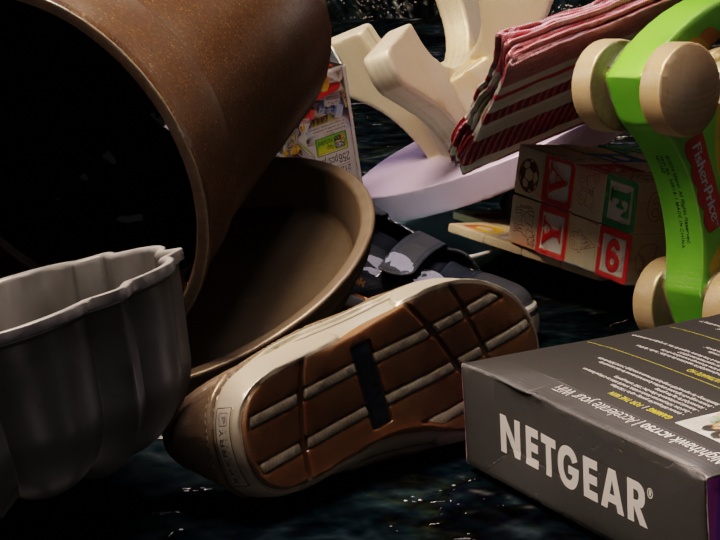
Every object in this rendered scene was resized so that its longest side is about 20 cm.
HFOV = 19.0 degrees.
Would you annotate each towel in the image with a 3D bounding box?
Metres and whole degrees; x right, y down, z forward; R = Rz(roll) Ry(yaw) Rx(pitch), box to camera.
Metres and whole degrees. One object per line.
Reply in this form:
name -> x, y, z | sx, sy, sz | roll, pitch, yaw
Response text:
towel -> 0.126, -0.115, 1.196 | 0.143, 0.023, 0.200 | -23, -11, -11

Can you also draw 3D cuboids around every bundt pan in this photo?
bundt pan -> -0.160, 0.055, 0.885 | 0.200, 0.076, 0.202 | -15, 8, 2

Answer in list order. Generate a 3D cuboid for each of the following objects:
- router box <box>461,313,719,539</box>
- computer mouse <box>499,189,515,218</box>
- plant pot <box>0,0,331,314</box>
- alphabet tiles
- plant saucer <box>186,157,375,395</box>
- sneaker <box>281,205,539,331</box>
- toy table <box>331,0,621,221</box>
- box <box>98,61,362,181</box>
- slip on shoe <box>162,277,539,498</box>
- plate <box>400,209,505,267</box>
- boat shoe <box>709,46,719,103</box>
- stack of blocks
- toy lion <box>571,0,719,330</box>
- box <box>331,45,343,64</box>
router box -> 0.150, 0.067, 0.874 | 0.148, 0.052, 0.200 | -9, 13, -22
computer mouse -> 0.115, -0.070, 1.423 | 0.139, 0.046, 0.200 | 12, 13, 19
plant pot -> -0.119, -0.089, 1.081 | 0.199, 0.202, 0.198 | 3, 30, 27
alphabet tiles -> 0.157, -0.016, 1.316 | 0.165, 0.006, 0.199 | -4, 15, -39
plant saucer -> -0.083, 0.009, 1.102 | 0.198, 0.030, 0.201 | -17, 31, 10
sneaker -> 0.000, 0.000, 1.181 | 0.198, 0.080, 0.078 | 2, 12, 17
toy table -> 0.065, -0.119, 1.359 | 0.199, 0.118, 0.184 | -22, 17, 18
box -> -0.089, -0.043, 1.245 | 0.199, 0.111, 0.035 | -23, 24, -31
slip on shoe -> 0.000, 0.053, 0.955 | 0.060, 0.077, 0.199 | -8, 11, 46
plate -> 0.008, -0.011, 1.363 | 0.198, 0.026, 0.200 | -2, 11, 0
boat shoe -> 0.234, -0.074, 1.396 | 0.073, 0.064, 0.201 | -17, -24, -9
stack of blocks -> 0.202, -0.035, 1.270 | 0.199, 0.059, 0.115 | -1, 14, -32
toy lion -> 0.216, -0.058, 1.142 | 0.191, 0.201, 0.068 | -34, 26, -33
box -> -0.120, -0.072, 1.335 | 0.199, 0.046, 0.159 | -18, -27, -25
